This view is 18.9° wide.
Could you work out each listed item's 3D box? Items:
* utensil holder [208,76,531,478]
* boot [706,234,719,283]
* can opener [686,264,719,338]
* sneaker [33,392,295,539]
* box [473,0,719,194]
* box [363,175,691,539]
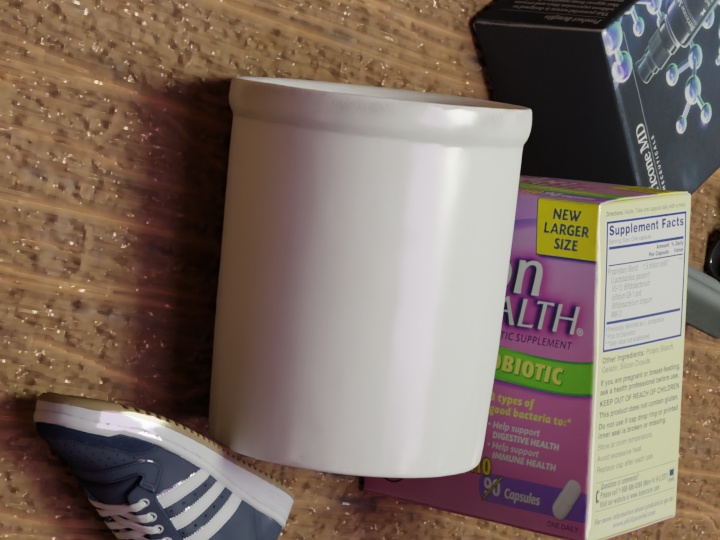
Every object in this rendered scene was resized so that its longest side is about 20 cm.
[{"bbox_3d":[0.000,0.000,1.201,0.169,0.169,0.202,0,100,-49],"label":"utensil holder"},{"bbox_3d":[0.358,-0.048,1.629,0.200,0.070,0.131,-54,137,3],"label":"boot"},{"bbox_3d":[0.198,0.011,1.524,0.199,0.053,0.067,17,118,-47],"label":"can opener"},{"bbox_3d":[-0.113,0.142,1.167,0.200,0.070,0.109,35,69,-49],"label":"sneaker"},{"bbox_3d":[0.187,-0.142,1.431,0.200,0.107,0.149,-41,126,-36],"label":"box"},{"bbox_3d":[0.098,0.046,1.309,0.096,0.175,0.202,-7,102,-48],"label":"box"}]
